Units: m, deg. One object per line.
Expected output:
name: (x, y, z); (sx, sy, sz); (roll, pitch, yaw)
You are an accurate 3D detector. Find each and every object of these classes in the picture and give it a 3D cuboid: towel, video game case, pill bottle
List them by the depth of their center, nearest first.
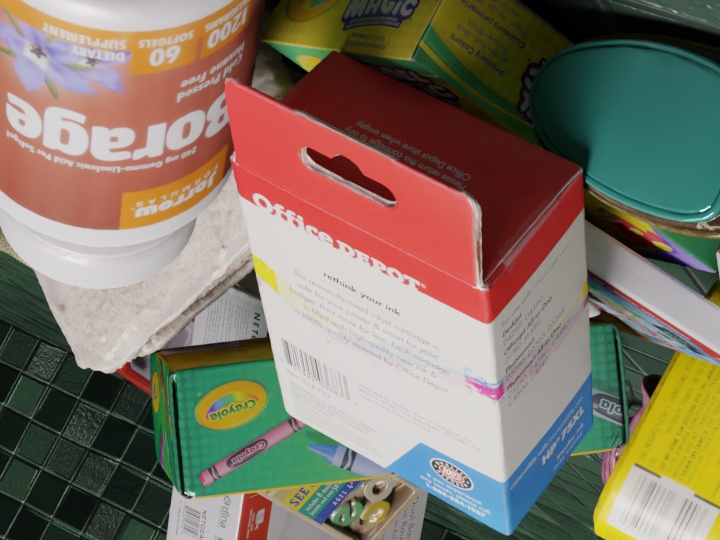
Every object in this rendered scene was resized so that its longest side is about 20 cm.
pill bottle: (-0.095, -0.080, 0.848); (0.112, 0.112, 0.200); (26, 147, 8)
video game case: (0.076, -0.008, 0.973); (0.143, 0.017, 0.200); (31, 176, -25)
towel: (-0.095, -0.046, 0.988); (0.200, 0.034, 0.133); (-40, 73, 42)

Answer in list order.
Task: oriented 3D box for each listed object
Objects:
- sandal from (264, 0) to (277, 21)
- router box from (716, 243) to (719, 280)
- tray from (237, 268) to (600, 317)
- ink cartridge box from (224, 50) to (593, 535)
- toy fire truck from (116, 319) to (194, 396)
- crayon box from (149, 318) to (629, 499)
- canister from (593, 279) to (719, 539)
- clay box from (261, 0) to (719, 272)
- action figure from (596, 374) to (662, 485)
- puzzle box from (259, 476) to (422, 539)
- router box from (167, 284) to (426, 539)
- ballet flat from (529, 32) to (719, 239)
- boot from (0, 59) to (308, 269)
sandal: (-0.134, -0.125, 1.043); (0.211, 0.070, 0.078); (26, 171, 9)
router box: (0.240, 0.035, 0.916); (0.179, 0.049, 0.200); (25, 170, 16)
tray: (0.000, 0.000, 0.989); (0.107, 0.022, 0.200); (31, 161, -38)
ink cartridge box: (0.022, -0.001, 0.840); (0.116, 0.067, 0.200); (27, 149, 26)
toy fire truck: (-0.078, 0.005, 1.285); (0.112, 0.168, 0.200); (24, 170, 21)
crayon box: (0.009, 0.057, 1.014); (0.199, 0.058, 0.119); (-6, -177, -9)
canister: (0.227, 0.107, 1.050); (0.200, 0.149, 0.087); (28, 171, 13)
clay box: (0.050, -0.069, 0.883); (0.200, 0.048, 0.115); (31, 172, -31)
action figure: (0.193, 0.107, 1.183); (0.200, 0.149, 0.134); (7, 169, 26)
puzzle box: (0.024, 0.043, 1.127); (0.133, 0.200, 0.025); (35, -171, -43)
router box: (-0.024, 0.084, 1.227); (0.049, 0.201, 0.179); (21, -157, 32)
ballet flat: (0.149, -0.040, 0.769); (0.072, 0.068, 0.200); (10, -178, -44)
boot: (-0.072, -0.032, 1.103); (0.200, 0.156, 0.073); (27, 171, -3)
